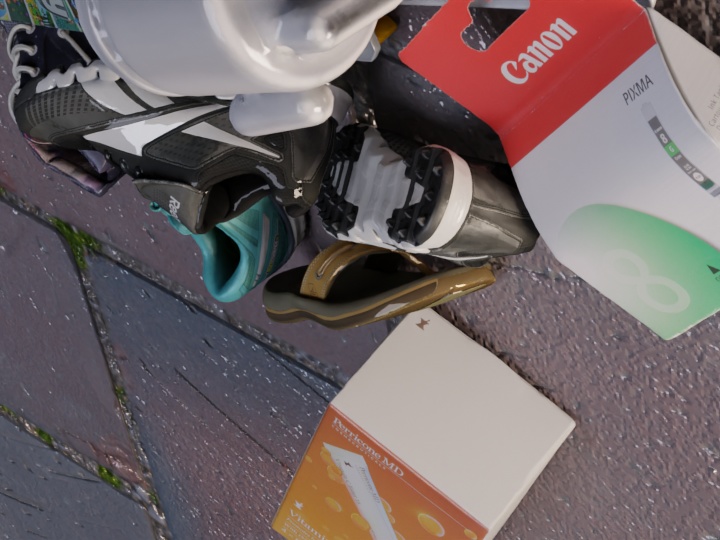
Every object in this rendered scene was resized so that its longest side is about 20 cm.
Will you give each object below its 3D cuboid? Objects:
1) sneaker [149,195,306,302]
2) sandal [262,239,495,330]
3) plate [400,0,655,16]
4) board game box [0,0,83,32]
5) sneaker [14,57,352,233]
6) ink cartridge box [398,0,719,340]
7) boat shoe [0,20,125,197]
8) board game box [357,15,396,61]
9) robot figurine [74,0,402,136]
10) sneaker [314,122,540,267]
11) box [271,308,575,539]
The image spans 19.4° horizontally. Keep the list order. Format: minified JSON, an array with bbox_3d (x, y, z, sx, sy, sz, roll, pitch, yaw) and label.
[{"bbox_3d":[-0.092,-0.063,1.274,0.077,0.080,0.200,17,144,39],"label":"sneaker"},{"bbox_3d":[0.000,0.000,1.265,0.200,0.080,0.054,1,107,57],"label":"sandal"},{"bbox_3d":[0.039,-0.212,0.978,0.199,0.032,0.200,10,134,46],"label":"plate"},{"bbox_3d":[-0.193,-0.217,1.197,0.200,0.064,0.148,13,136,43],"label":"board game box"},{"bbox_3d":[-0.105,-0.067,1.167,0.199,0.091,0.066,3,166,18],"label":"sneaker"},{"bbox_3d":[0.117,-0.061,1.006,0.200,0.050,0.161,34,152,-8],"label":"ink cartridge box"},{"bbox_3d":[-0.198,-0.133,1.327,0.200,0.093,0.075,38,150,15],"label":"boat shoe"},{"bbox_3d":[-0.086,-0.210,1.152,0.200,0.026,0.200,12,135,47],"label":"board game box"},{"bbox_3d":[-0.068,-0.144,1.053,0.200,0.113,0.170,5,120,50],"label":"robot figurine"},{"bbox_3d":[0.039,-0.036,1.155,0.090,0.067,0.200,16,-178,-22],"label":"sneaker"},{"bbox_3d":[0.035,0.130,1.333,0.124,0.098,0.200,37,150,9],"label":"box"}]
